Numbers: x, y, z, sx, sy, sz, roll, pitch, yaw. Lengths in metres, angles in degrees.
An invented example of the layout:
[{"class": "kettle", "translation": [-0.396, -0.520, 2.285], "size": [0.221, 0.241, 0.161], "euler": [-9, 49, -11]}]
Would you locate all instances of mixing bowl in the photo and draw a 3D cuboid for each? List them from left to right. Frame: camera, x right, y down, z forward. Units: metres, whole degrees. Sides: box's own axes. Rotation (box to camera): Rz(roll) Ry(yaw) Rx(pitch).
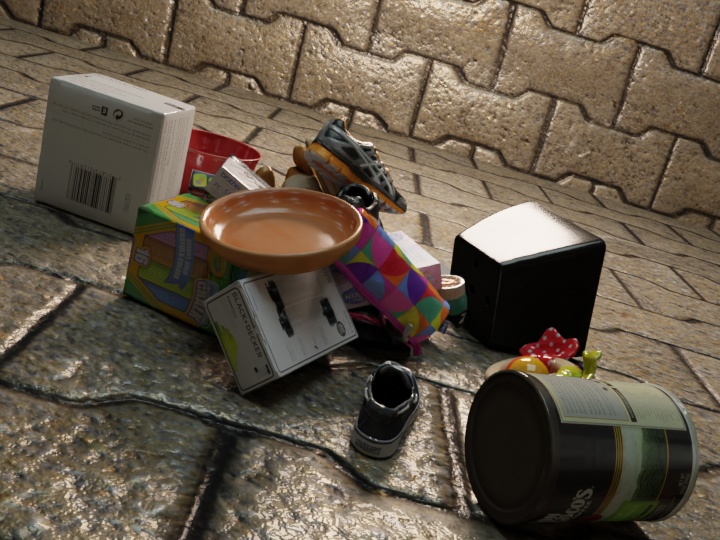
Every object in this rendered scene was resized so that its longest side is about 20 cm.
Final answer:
[{"class": "mixing bowl", "translation": [-0.295, -0.192, 1.597], "size": [0.195, 0.111, 0.201], "euler": [15, 16, -4]}]

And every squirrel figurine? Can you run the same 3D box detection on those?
[{"class": "squirrel figurine", "translation": [-0.136, -0.072, 1.341], "size": [0.201, 0.183, 0.144], "euler": [64, 2, -59]}]

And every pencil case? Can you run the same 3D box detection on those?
[{"class": "pencil case", "translation": [0.035, 0.013, 1.101], "size": [0.200, 0.088, 0.089], "euler": [47, 11, -14]}]

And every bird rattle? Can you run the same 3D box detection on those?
[{"class": "bird rattle", "translation": [0.245, 0.136, 1.131], "size": [0.159, 0.116, 0.200], "euler": [-5, 19, -12]}]

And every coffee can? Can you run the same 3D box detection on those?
[{"class": "coffee can", "translation": [0.228, 0.185, 0.869], "size": [0.195, 0.150, 0.146], "euler": [8, 19, -26]}]

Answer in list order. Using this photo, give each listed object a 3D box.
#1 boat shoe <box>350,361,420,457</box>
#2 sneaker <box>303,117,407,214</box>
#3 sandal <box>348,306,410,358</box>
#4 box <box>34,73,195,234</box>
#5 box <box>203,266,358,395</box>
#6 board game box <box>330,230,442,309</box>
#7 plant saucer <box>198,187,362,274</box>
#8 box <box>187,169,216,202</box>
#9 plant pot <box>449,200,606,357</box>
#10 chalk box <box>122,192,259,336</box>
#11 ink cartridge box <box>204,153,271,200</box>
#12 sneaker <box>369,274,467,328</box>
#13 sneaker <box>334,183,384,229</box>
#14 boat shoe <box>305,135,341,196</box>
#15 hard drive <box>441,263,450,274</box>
[{"class": "boat shoe", "translation": [0.035, 0.139, 0.962], "size": [0.070, 0.069, 0.200], "euler": [19, 17, 10]}, {"class": "sneaker", "translation": [0.007, -0.149, 1.246], "size": [0.199, 0.079, 0.077], "euler": [37, -18, -37]}, {"class": "sandal", "translation": [-0.002, 0.068, 1.184], "size": [0.074, 0.046, 0.199], "euler": [2, 23, -41]}, {"class": "box", "translation": [-0.392, -0.189, 1.340], "size": [0.194, 0.205, 0.131], "euler": [18, 17, 7]}, {"class": "box", "translation": [-0.089, 0.060, 0.999], "size": [0.059, 0.119, 0.199], "euler": [-25, -2, 27]}, {"class": "board game box", "translation": [0.000, 0.000, 1.256], "size": [0.194, 0.045, 0.200], "euler": [-13, 19, -11]}, {"class": "plant saucer", "translation": [-0.095, -0.047, 1.004], "size": [0.194, 0.038, 0.201], "euler": [2, 27, -1]}, {"class": "box", "translation": [-0.206, -0.115, 1.471], "size": [0.195, 0.036, 0.110], "euler": [14, -23, -11]}, {"class": "plant pot", "translation": [0.249, 0.021, 1.349], "size": [0.173, 0.205, 0.199], "euler": [-8, 26, -26]}, {"class": "chalk box", "translation": [-0.188, -0.003, 1.093], "size": [0.196, 0.127, 0.124], "euler": [21, 18, 14]}, {"class": "ink cartridge box", "translation": [-0.124, -0.077, 1.186], "size": [0.199, 0.044, 0.094], "euler": [41, 14, -12]}, {"class": "sneaker", "translation": [0.066, 0.054, 1.272], "size": [0.195, 0.082, 0.071], "euler": [1, 22, 23]}, {"class": "sneaker", "translation": [0.000, -0.077, 1.218], "size": [0.069, 0.101, 0.200], "euler": [9, 8, 12]}, {"class": "boat shoe", "translation": [-0.027, -0.130, 1.316], "size": [0.064, 0.203, 0.072], "euler": [-23, 36, 1]}, {"class": "hard drive", "translation": [0.112, 0.009, 1.497], "size": [0.138, 0.034, 0.198], "euler": [-2, 26, -47]}]
